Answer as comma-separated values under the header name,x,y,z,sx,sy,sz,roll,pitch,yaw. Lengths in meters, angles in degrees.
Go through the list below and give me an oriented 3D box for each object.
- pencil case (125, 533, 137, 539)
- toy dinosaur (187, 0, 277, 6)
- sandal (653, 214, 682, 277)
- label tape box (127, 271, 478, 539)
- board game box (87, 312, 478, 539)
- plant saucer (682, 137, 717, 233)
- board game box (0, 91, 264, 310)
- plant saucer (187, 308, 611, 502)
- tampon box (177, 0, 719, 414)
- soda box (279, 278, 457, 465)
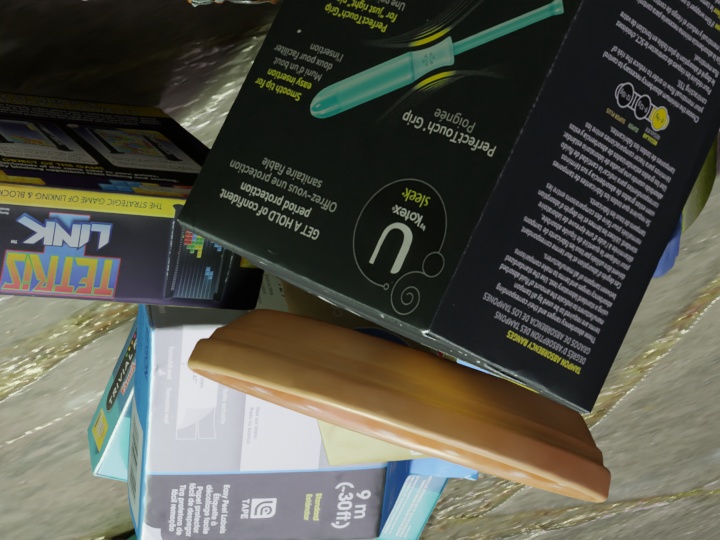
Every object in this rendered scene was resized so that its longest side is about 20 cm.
name,x,y,z,sx,sy,sz,roll,pitch,yaw
pencil case,-0.093,0.179,1.667,0.092,0.085,0.200,-3,154,-48
toy dinosaur,-0.100,-0.147,1.087,0.200,0.102,0.136,-19,176,-34
sandal,0.106,-0.021,1.187,0.079,0.087,0.200,-10,167,-3
label tape box,-0.022,0.072,1.369,0.200,0.066,0.144,0,121,-10
board game box,-0.034,0.066,1.430,0.200,0.047,0.151,16,118,-20
plant saucer,0.100,-0.056,1.358,0.199,0.048,0.200,-12,152,1
board game box,-0.163,-0.038,1.178,0.200,0.165,0.057,5,106,-26
plant saucer,0.021,0.059,1.152,0.200,0.038,0.200,18,175,2
tampon box,0.051,-0.068,1.047,0.150,0.200,0.126,24,178,41
soda box,0.000,0.000,1.238,0.068,0.064,0.200,-5,128,11
